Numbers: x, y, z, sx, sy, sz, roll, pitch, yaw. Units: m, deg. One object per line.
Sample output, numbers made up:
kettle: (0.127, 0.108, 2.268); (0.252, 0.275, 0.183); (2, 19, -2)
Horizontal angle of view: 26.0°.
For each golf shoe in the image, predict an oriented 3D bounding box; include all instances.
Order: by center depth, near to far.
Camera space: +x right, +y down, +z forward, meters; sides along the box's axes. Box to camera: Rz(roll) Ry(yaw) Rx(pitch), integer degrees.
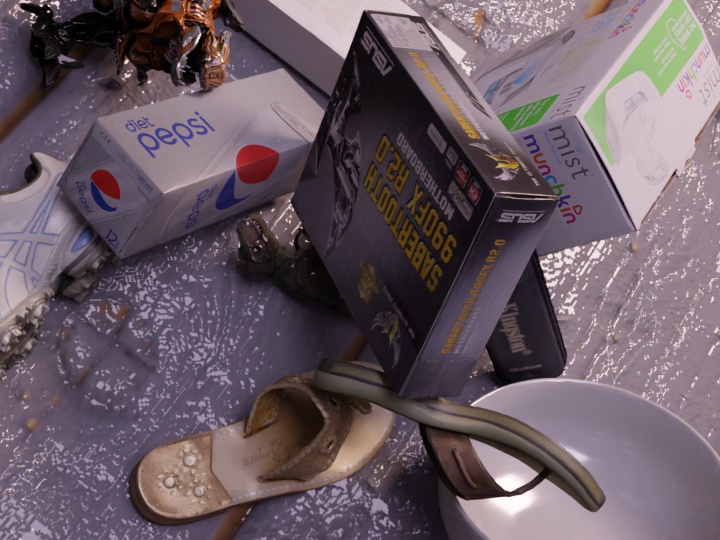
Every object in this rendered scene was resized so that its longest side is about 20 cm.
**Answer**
golf shoe: (-0.230, 0.003, 0.979); (0.097, 0.078, 0.200); (39, 48, 1)

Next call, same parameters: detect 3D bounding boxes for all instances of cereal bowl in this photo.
cereal bowl: (0.148, 0.168, 1.057); (0.199, 0.083, 0.200); (5, 37, -4)

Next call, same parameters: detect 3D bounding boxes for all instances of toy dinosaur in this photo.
toy dinosaur: (-0.157, -0.181, 1.068); (0.135, 0.200, 0.102); (-10, 113, -23)
toy dinosaur: (0.000, 0.000, 1.106); (0.200, 0.047, 0.088); (30, 62, -17)

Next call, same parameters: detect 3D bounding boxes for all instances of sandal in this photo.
sandal: (0.060, 0.113, 0.998); (0.201, 0.080, 0.057); (21, 81, 6)
sandal: (-0.046, 0.107, 1.019); (0.211, 0.070, 0.078); (-20, 78, -31)

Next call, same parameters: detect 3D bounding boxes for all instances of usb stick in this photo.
usb stick: (0.103, 0.023, 1.062); (0.055, 0.200, 0.033); (-18, 56, 5)

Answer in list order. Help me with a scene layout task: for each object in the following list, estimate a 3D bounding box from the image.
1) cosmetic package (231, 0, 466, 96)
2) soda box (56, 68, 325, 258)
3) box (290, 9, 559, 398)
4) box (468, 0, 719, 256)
cosmetic package: (-0.025, -0.187, 1.167); (0.200, 0.051, 0.083); (38, 54, -7)
soda box: (-0.101, -0.075, 1.030); (0.068, 0.063, 0.200); (48, 35, 13)
box: (0.032, -0.045, 0.981); (0.048, 0.159, 0.200); (2, 39, -30)
box: (0.139, -0.094, 1.102); (0.097, 0.176, 0.200); (59, 44, -17)
